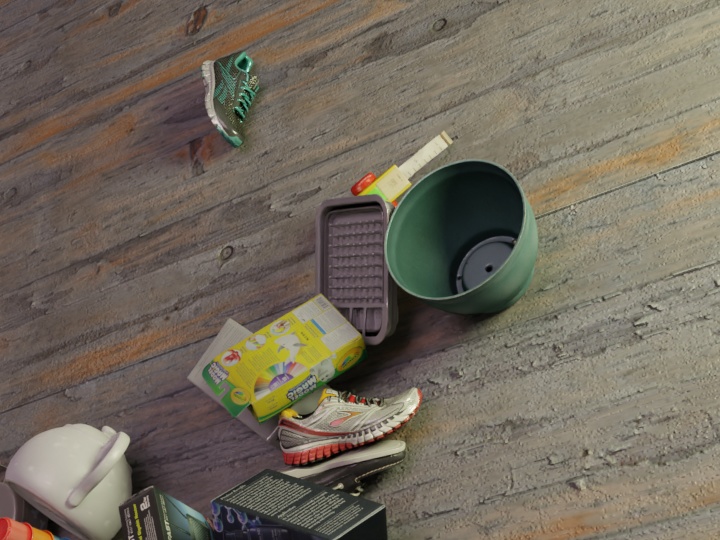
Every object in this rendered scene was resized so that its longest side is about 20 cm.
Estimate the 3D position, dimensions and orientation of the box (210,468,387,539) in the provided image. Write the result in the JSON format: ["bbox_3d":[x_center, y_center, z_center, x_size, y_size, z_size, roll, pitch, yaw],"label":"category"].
[{"bbox_3d":[-0.072,0.348,1.494,0.199,0.107,0.150,9,111,38],"label":"box"}]

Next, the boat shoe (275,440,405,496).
[{"bbox_3d":[-0.030,0.270,1.586,0.199,0.074,0.061,-17,90,9],"label":"boat shoe"}]

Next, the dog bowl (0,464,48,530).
[{"bbox_3d":[-0.547,0.395,1.848,0.199,0.059,0.201,-22,54,35],"label":"dog bowl"}]

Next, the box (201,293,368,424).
[{"bbox_3d":[-0.103,0.122,1.625,0.199,0.049,0.117,-29,42,-16],"label":"box"}]

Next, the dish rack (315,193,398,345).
[{"bbox_3d":[0.000,0.000,1.680,0.171,0.043,0.202,-2,88,54],"label":"dish rack"}]

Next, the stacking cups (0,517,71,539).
[{"bbox_3d":[-0.425,0.387,1.692,0.060,0.200,0.061,-17,53,23],"label":"stacking cups"}]

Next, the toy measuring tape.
[{"bbox_3d":[0.048,-0.130,1.779,0.200,0.074,0.073,-41,47,-12],"label":"toy measuring tape"}]

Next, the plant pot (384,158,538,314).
[{"bbox_3d":[0.148,-0.025,1.593,0.199,0.134,0.202,-16,56,25],"label":"plant pot"}]

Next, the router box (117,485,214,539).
[{"bbox_3d":[-0.233,0.397,1.589,0.062,0.150,0.201,-31,50,12],"label":"router box"}]

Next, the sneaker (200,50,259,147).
[{"bbox_3d":[-0.209,-0.294,2.040,0.091,0.078,0.201,-25,53,14],"label":"sneaker"}]

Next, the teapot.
[{"bbox_3d":[-0.397,0.287,1.750,0.199,0.198,0.146,23,65,29],"label":"teapot"}]

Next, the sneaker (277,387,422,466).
[{"bbox_3d":[-0.016,0.188,1.584,0.199,0.078,0.083,-19,88,5],"label":"sneaker"}]

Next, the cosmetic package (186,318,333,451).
[{"bbox_3d":[-0.137,0.163,1.712,0.200,0.081,0.113,32,83,40],"label":"cosmetic package"}]
